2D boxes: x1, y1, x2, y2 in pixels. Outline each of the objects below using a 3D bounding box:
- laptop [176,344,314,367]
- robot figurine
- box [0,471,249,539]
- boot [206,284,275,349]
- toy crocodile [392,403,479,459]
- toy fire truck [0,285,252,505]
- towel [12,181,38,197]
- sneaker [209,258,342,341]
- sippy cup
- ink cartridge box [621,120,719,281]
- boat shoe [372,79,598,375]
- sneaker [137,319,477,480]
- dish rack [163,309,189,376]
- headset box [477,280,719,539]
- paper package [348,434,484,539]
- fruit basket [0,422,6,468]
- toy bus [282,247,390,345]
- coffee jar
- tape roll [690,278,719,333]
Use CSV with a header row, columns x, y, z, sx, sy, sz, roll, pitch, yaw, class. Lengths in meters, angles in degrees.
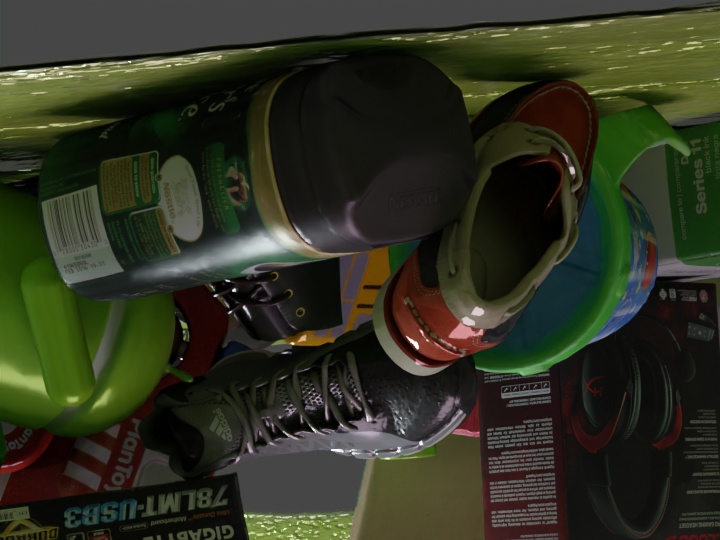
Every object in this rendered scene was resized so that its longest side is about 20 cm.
x,y,z,sx,sy,sz,roll,pitch,yaw,class
-0.003,0.003,1.588,0.187,0.201,0.116,-2,-151,-47,laptop
-0.185,0.018,1.263,0.199,0.116,0.175,21,-174,-25,robot figurine
-0.183,0.159,1.316,0.198,0.050,0.200,-4,168,-23,box
-0.042,-0.017,1.618,0.073,0.076,0.200,7,149,-46,boot
0.065,0.088,1.552,0.199,0.068,0.062,1,177,-4,toy crocodile
-0.156,0.075,1.508,0.167,0.201,0.112,20,166,1,toy fire truck
-0.125,-0.026,1.434,0.200,0.049,0.111,-2,173,-42,towel
-0.070,-0.016,1.267,0.075,0.107,0.200,-10,174,39,sneaker
0.101,-0.010,1.340,0.177,0.140,0.130,-9,173,24,sippy cup
0.192,-0.036,1.507,0.200,0.083,0.146,-10,174,43,ink cartridge box
0.071,-0.030,1.128,0.063,0.071,0.200,-40,-170,45,boat shoe
-0.040,0.079,1.291,0.200,0.075,0.115,-14,-177,42,sneaker
-0.163,0.038,1.723,0.153,0.055,0.200,31,-174,14,dish rack
0.148,0.107,1.469,0.148,0.201,0.075,4,171,-41,headset box
0.091,0.173,1.637,0.190,0.201,0.103,13,179,3,paper package
-0.305,0.068,1.381,0.155,0.217,0.215,-3,174,-35,fruit basket
0.000,0.000,1.443,0.200,0.079,0.065,1,-155,-42,toy bus
-0.047,-0.041,1.102,0.200,0.086,0.104,-11,-179,42,coffee jar
0.177,0.015,1.693,0.199,0.066,0.200,3,-156,-1,tape roll
